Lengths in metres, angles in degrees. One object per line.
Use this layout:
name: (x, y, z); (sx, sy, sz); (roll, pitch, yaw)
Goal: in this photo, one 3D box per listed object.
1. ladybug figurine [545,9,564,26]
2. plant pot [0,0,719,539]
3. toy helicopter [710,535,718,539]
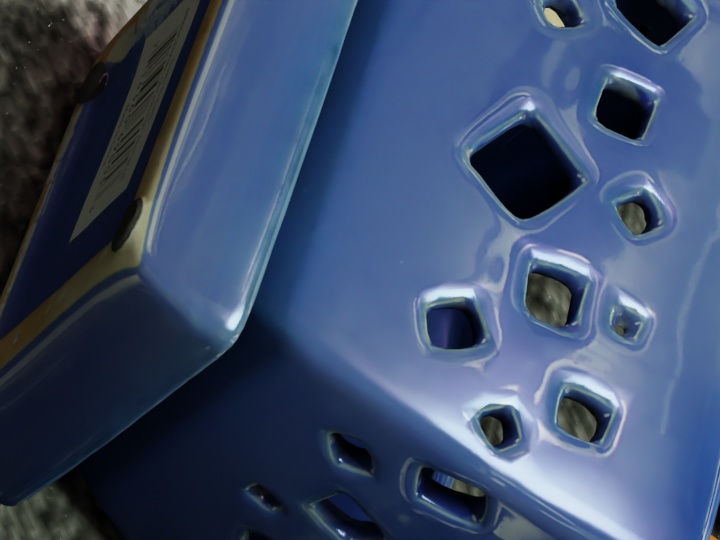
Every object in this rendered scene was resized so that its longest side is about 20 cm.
ladybug figurine: (0.093, -0.134, 1.005); (0.135, 0.072, 0.201); (14, 66, -31)
plant pot: (0.000, 0.000, 0.821); (0.179, 0.200, 0.201); (28, 60, -16)
toy helicopter: (0.051, 0.174, 0.856); (0.199, 0.133, 0.079); (-20, 53, -16)
